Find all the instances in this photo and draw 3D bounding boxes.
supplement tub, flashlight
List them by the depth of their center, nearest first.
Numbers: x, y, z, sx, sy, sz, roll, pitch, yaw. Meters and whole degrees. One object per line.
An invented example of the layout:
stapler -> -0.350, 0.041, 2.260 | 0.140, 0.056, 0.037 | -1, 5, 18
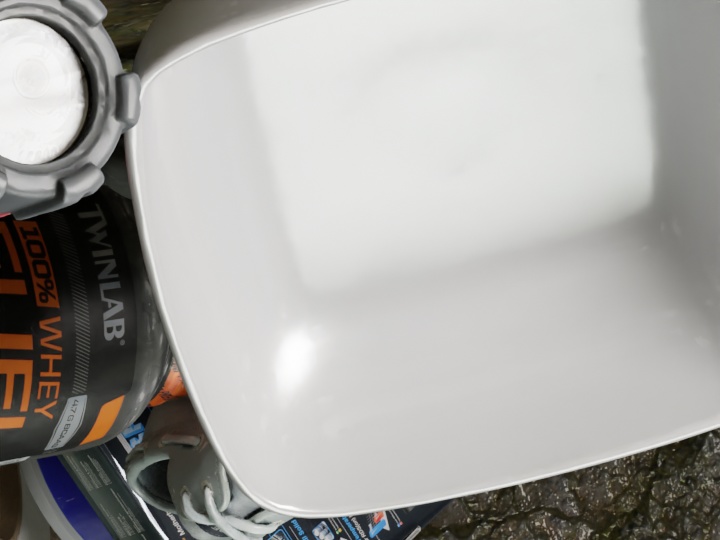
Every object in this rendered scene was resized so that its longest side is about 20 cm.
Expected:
flashlight -> -0.138, -0.039, 0.823 | 0.068, 0.068, 0.200 | 0, 175, -33
supplement tub -> -0.162, 0.019, 1.086 | 0.199, 0.123, 0.122 | -10, 176, -36

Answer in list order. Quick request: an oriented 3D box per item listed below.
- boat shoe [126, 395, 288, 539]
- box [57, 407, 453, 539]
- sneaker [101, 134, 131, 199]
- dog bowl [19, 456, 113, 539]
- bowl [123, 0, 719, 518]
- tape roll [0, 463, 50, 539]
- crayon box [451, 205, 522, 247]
boat shoe -> -0.045, 0.083, 1.152 | 0.070, 0.072, 0.201 | 36, 166, -18
box -> -0.064, 0.082, 1.382 | 0.159, 0.201, 0.046 | -40, -170, -34
sneaker -> -0.020, -0.032, 1.001 | 0.199, 0.067, 0.091 | -10, 139, -43
dog bowl -> -0.080, 0.068, 1.454 | 0.199, 0.201, 0.079 | -9, 172, -36
bowl -> 0.032, -0.028, 0.845 | 0.199, 0.201, 0.075 | -14, -141, -1
tape roll -> -0.205, 0.092, 1.417 | 0.037, 0.204, 0.203 | -12, 176, 7
crayon box -> 0.112, -0.043, 0.984 | 0.199, 0.058, 0.119 | -22, 152, -10
